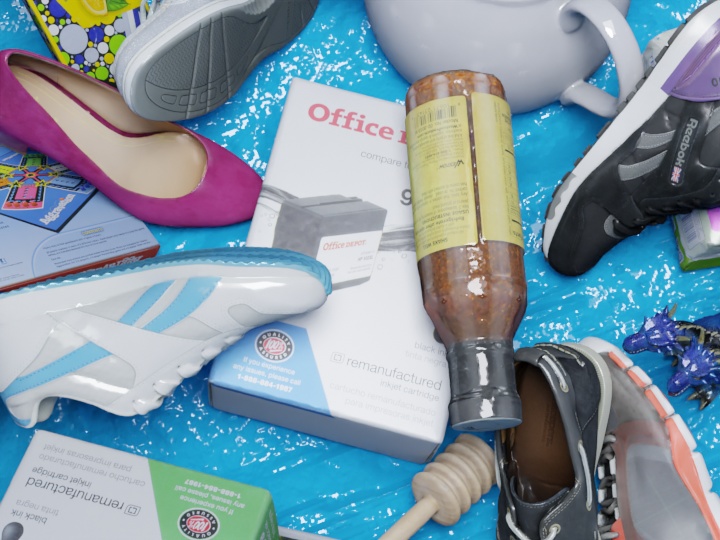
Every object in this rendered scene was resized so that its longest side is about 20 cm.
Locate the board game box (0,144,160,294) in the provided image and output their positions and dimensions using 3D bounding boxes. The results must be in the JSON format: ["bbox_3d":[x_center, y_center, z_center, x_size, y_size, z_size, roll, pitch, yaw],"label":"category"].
[{"bbox_3d":[-0.223,-0.028,0.794,0.199,0.019,0.103,-18,65,-50],"label":"board game box"}]

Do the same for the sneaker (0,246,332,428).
[{"bbox_3d":[-0.110,0.034,0.738,0.198,0.077,0.082,-11,94,7],"label":"sneaker"}]

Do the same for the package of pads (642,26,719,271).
[{"bbox_3d":[0.291,-0.094,0.864,0.198,0.068,0.156,-9,73,-4],"label":"package of pads"}]

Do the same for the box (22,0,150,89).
[{"bbox_3d":[-0.193,-0.206,0.828,0.070,0.201,0.064,-31,36,-10],"label":"box"}]

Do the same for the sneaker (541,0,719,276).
[{"bbox_3d":[0.187,-0.058,0.795,0.088,0.201,0.075,47,34,23],"label":"sneaker"}]

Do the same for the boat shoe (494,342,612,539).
[{"bbox_3d":[0.103,0.143,0.769,0.071,0.067,0.202,2,89,30],"label":"boat shoe"}]

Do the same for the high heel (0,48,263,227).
[{"bbox_3d":[-0.140,-0.078,0.815,0.198,0.096,0.068,14,72,-20],"label":"high heel"}]

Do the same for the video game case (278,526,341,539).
[{"bbox_3d":[-0.037,0.235,0.743,0.198,0.023,0.183,11,53,8],"label":"video game case"}]

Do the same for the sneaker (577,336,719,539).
[{"bbox_3d":[0.168,0.136,0.790,0.081,0.077,0.201,-29,73,1],"label":"sneaker"}]

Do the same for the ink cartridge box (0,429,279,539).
[{"bbox_3d":[-0.140,0.204,0.698,0.144,0.084,0.201,13,53,9],"label":"ink cartridge box"}]

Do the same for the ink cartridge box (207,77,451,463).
[{"bbox_3d":[0.000,0.000,0.820,0.144,0.084,0.202,14,73,0],"label":"ink cartridge box"}]

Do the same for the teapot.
[{"bbox_3d":[0.094,-0.204,0.855,0.198,0.146,0.199,12,73,2],"label":"teapot"}]

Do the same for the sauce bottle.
[{"bbox_3d":[0.061,-0.011,0.752,0.065,0.066,0.202,-2,74,-1],"label":"sauce bottle"}]

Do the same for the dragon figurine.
[{"bbox_3d":[0.247,0.032,0.806,0.198,0.100,0.059,-20,74,-13],"label":"dragon figurine"}]

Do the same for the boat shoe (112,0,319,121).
[{"bbox_3d":[-0.097,-0.161,0.852,0.064,0.075,0.202,25,45,18],"label":"boat shoe"}]

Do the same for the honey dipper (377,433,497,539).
[{"bbox_3d":[0.006,0.164,0.760,0.199,0.038,0.038,-36,75,-33],"label":"honey dipper"}]
